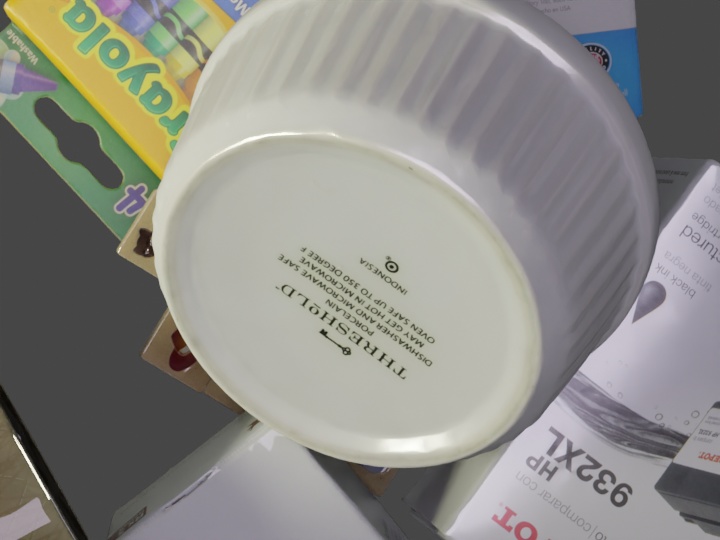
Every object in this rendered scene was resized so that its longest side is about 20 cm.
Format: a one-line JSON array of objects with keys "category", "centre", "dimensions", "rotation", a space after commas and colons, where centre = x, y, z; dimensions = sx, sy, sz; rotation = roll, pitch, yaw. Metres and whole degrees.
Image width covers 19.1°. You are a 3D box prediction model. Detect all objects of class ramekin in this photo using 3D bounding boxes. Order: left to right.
[{"category": "ramekin", "centre": [0.010, -0.012, 0.841], "dimensions": [0.201, 0.094, 0.203], "rotation": [12, 129, 16]}]

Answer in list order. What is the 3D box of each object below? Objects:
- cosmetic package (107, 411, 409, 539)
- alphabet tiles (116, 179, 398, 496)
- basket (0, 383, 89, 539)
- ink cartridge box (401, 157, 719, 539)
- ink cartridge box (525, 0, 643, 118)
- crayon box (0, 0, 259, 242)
[{"category": "cosmetic package", "centre": [-0.011, 0.159, 0.932], "dimensions": [0.101, 0.074, 0.200], "rotation": [-37, 98, 4]}, {"category": "alphabet tiles", "centre": [0.000, 0.000, 0.954], "dimensions": [0.199, 0.006, 0.167], "rotation": [32, 91, -20]}, {"category": "basket", "centre": [-0.217, 0.132, 0.881], "dimensions": [0.199, 0.136, 0.181], "rotation": [-31, 53, -8]}, {"category": "ink cartridge box", "centre": [0.138, 0.072, 0.950], "dimensions": [0.145, 0.084, 0.200], "rotation": [37, 86, -10]}, {"category": "ink cartridge box", "centre": [0.048, -0.158, 0.906], "dimensions": [0.115, 0.067, 0.201], "rotation": [-8, 99, -19]}, {"category": "crayon box", "centre": [-0.066, -0.115, 0.956], "dimensions": [0.200, 0.052, 0.126], "rotation": [-44, 93, -4]}]
